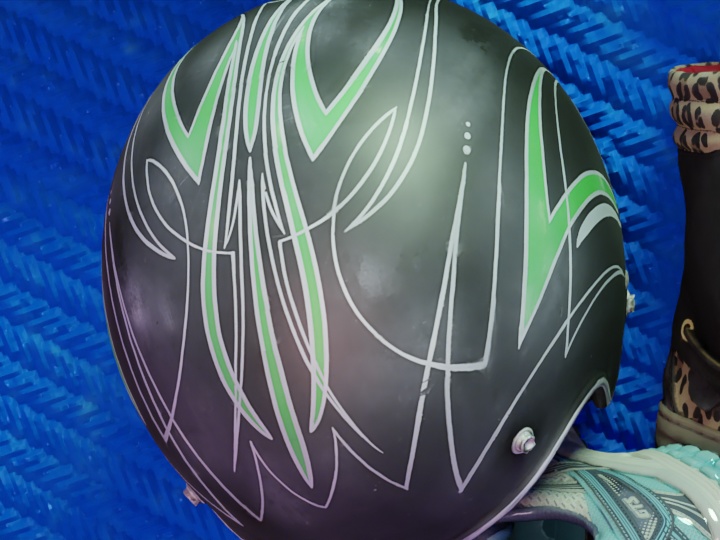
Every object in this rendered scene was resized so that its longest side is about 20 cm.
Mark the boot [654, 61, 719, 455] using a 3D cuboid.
[{"bbox_3d":[0.172,0.003,1.002,0.200,0.073,0.151,9,103,60],"label":"boot"}]

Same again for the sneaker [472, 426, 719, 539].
[{"bbox_3d":[0.055,0.095,1.053,0.200,0.086,0.078,-2,104,52],"label":"sneaker"}]

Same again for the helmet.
[{"bbox_3d":[0.000,0.000,1.023,0.199,0.191,0.201,4,101,20],"label":"helmet"}]
